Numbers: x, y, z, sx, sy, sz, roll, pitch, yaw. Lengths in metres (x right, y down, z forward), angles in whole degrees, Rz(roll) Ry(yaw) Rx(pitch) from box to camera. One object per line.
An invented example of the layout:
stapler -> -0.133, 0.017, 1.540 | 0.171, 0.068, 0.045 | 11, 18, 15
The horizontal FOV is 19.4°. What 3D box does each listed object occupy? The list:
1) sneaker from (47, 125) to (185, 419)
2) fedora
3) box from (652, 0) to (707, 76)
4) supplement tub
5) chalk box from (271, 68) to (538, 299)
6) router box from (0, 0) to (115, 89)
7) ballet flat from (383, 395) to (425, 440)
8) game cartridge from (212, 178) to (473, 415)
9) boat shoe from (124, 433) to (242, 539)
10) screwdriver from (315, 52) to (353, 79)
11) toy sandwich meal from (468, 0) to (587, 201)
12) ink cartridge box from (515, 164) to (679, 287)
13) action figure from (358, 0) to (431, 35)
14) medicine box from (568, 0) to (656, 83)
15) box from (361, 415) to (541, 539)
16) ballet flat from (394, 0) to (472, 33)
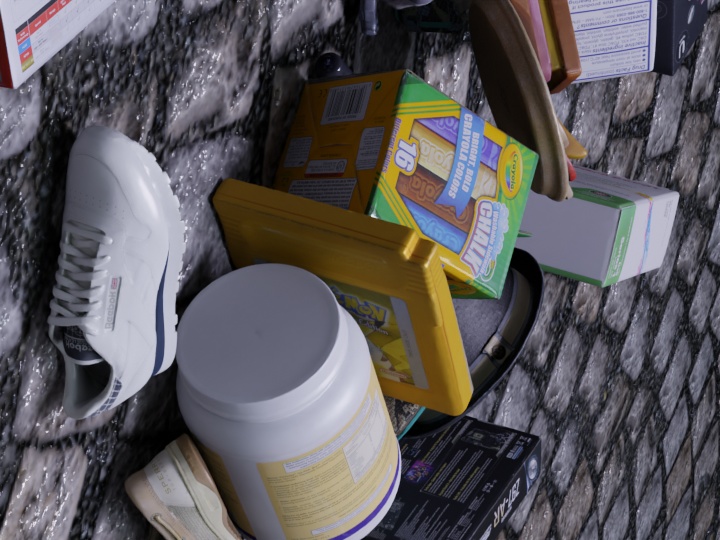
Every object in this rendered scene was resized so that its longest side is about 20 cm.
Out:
sneaker -> -0.163, 0.004, 1.349 | 0.080, 0.076, 0.202 | -37, 136, -41
fedora -> 0.064, 0.044, 1.838 | 0.091, 0.200, 0.202 | 41, 61, -25
box -> 0.273, -0.310, 2.085 | 0.106, 0.121, 0.201 | -55, 150, -39
supplement tub -> -0.054, 0.105, 1.559 | 0.146, 0.144, 0.201 | -60, 152, -30
chalk box -> 0.046, -0.053, 1.618 | 0.199, 0.124, 0.125 | 30, 70, -38
router box -> -0.173, -0.232, 1.200 | 0.200, 0.048, 0.181 | -50, 147, -45
ballet flat -> -0.008, 0.130, 1.712 | 0.068, 0.075, 0.200 | -84, -160, -44
game cartridge -> -0.011, 0.022, 1.570 | 0.033, 0.175, 0.201 | -61, 153, -28
boat shoe -> -0.128, 0.193, 1.563 | 0.065, 0.072, 0.201 | -29, 148, -9
screwdriver -> 0.002, -0.124, 1.704 | 0.200, 0.028, 0.029 | 50, 30, -65
toy sandwich meal -> 0.144, -0.156, 1.688 | 0.205, 0.070, 0.207 | 160, -90, -85
ink cartridge box -> 0.214, -0.050, 2.083 | 0.200, 0.144, 0.085 | -13, 117, -65
action figure -> 0.050, -0.286, 1.619 | 0.194, 0.104, 0.201 | -65, 159, -44
medicine box -> 0.186, -0.294, 1.804 | 0.201, 0.102, 0.183 | 84, -3, -50
box -> 0.048, 0.194, 1.834 | 0.200, 0.159, 0.044 | -48, 144, -49
ballet flat -> 0.098, -0.270, 1.778 | 0.201, 0.074, 0.075 | -62, 154, -29
